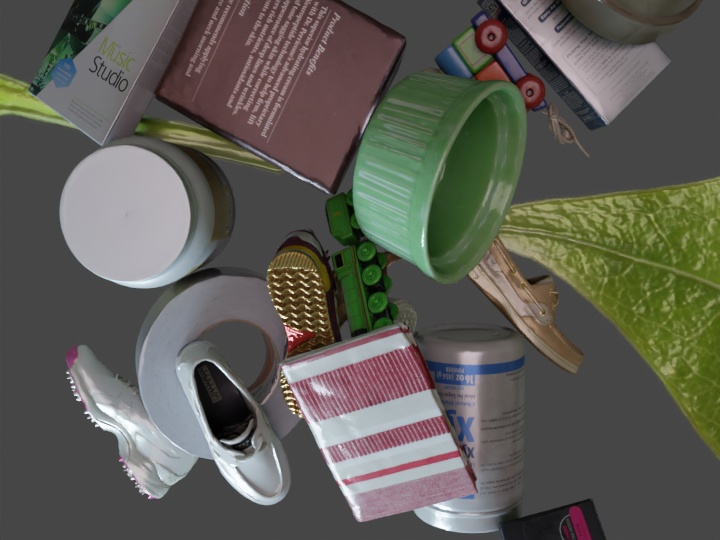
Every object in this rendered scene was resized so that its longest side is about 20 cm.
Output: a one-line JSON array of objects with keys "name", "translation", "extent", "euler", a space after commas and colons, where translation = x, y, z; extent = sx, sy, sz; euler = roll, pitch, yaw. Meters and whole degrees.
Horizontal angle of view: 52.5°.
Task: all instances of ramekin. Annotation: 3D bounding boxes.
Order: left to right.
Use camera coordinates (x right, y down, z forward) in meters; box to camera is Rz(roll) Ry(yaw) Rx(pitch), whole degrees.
[{"name": "ramekin", "translation": [0.078, -0.098, 0.730], "extent": [0.096, 0.199, 0.204], "euler": [24, 96, 29]}]

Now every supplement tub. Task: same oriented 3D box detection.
[{"name": "supplement tub", "translation": [-0.212, -0.061, 0.756], "extent": [0.141, 0.200, 0.148], "euler": [0, 96, -1]}, {"name": "supplement tub", "translation": [0.119, 0.168, 0.816], "extent": [0.129, 0.132, 0.205], "euler": [-1, 95, 0]}]

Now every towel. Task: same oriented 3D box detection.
[{"name": "towel", "translation": [0.020, 0.157, 0.737], "extent": [0.142, 0.023, 0.203], "euler": [-19, 107, 19]}]

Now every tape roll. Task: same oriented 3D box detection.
[{"name": "tape roll", "translation": [-0.146, 0.101, 0.810], "extent": [0.196, 0.066, 0.205], "euler": [-3, 99, -20]}]

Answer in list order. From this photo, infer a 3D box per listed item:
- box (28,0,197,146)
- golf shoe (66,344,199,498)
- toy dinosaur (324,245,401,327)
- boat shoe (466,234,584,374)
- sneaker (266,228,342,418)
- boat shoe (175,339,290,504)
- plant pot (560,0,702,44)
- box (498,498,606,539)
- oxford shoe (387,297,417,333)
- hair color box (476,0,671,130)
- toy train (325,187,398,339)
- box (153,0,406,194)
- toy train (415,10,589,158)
[{"name": "box", "translation": [-0.264, -0.248, 0.790], "extent": [0.143, 0.036, 0.202], "euler": [32, 94, 25]}, {"name": "golf shoe", "translation": [-0.261, 0.161, 0.849], "extent": [0.091, 0.075, 0.202], "euler": [-33, 101, -8]}, {"name": "toy dinosaur", "translation": [-0.012, 0.023, 0.809], "extent": [0.201, 0.101, 0.058], "euler": [-51, 135, -2]}, {"name": "boat shoe", "translation": [0.192, 0.030, 0.831], "extent": [0.069, 0.074, 0.200], "euler": [-44, 95, 8]}, {"name": "sneaker", "translation": [-0.048, 0.057, 0.765], "extent": [0.073, 0.090, 0.204], "euler": [0, 115, 8]}, {"name": "boat shoe", "translation": [-0.126, 0.165, 0.756], "extent": [0.071, 0.066, 0.203], "euler": [-26, 106, -15]}, {"name": "plant pot", "translation": [0.299, -0.354, 0.709], "extent": [0.196, 0.173, 0.205], "euler": [4, 76, -18]}, {"name": "box", "translation": [0.213, 0.344, 0.788], "extent": [0.104, 0.201, 0.124], "euler": [-14, 56, 1]}, {"name": "oxford shoe", "translation": [0.004, 0.119, 0.851], "extent": [0.074, 0.057, 0.203], "euler": [9, 108, -46]}, {"name": "hair color box", "translation": [0.233, -0.265, 0.808], "extent": [0.100, 0.061, 0.200], "euler": [-43, 95, 1]}, {"name": "toy train", "translation": [0.000, 0.000, 0.774], "extent": [0.056, 0.042, 0.203], "euler": [-22, 59, 18]}, {"name": "box", "translation": [-0.077, -0.198, 0.761], "extent": [0.197, 0.164, 0.168], "euler": [28, 94, -3]}, {"name": "toy train", "translation": [0.153, -0.172, 0.814], "extent": [0.115, 0.085, 0.201], "euler": [-35, 100, 17]}]
